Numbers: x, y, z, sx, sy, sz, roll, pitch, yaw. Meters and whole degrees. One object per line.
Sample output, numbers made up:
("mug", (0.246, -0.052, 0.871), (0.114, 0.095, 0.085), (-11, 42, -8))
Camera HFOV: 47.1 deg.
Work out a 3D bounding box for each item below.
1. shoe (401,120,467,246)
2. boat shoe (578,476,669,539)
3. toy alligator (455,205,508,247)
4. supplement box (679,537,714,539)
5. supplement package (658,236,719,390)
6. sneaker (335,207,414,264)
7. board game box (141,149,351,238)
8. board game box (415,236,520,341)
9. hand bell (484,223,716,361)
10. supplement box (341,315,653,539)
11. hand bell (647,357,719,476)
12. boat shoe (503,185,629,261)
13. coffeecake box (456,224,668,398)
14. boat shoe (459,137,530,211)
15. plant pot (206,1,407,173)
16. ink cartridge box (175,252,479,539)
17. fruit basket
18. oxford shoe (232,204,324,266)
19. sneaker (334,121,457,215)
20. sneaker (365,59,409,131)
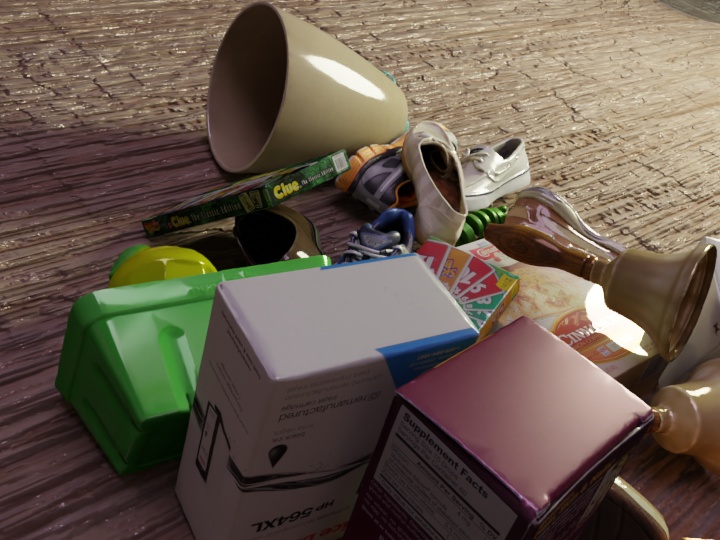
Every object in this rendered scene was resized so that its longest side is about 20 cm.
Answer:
("shoe", (0.086, -0.103, 0.889), (0.070, 0.053, 0.200), (13, 44, -15))
("boat shoe", (0.146, 0.156, 0.648), (0.200, 0.072, 0.076), (29, 22, 15))
("toy alligator", (0.150, -0.049, 0.932), (0.200, 0.054, 0.059), (-20, 49, -40))
("supplement box", (0.284, 0.277, 0.526), (0.126, 0.074, 0.200), (6, 37, -13))
("supplement package", (0.400, 0.063, 0.800), (0.199, 0.117, 0.118), (12, 54, -10))
("sneaker", (0.000, 0.000, 0.781), (0.077, 0.085, 0.200), (22, 36, 9))
("board game box", (-0.112, -0.070, 0.777), (0.200, 0.024, 0.105), (-9, 15, 44))
("board game box", (0.045, 0.059, 0.703), (0.095, 0.030, 0.200), (27, 61, 26))
("hand bell", (0.201, -0.005, 0.745), (0.200, 0.104, 0.104), (23, 34, 30))
("supplement box", (0.070, 0.149, 0.507), (0.131, 0.200, 0.103), (-21, 50, -42))
("hand bell", (0.229, 0.121, 0.674), (0.199, 0.104, 0.104), (4, 37, -25))
("boat shoe", (0.236, -0.005, 0.895), (0.200, 0.076, 0.072), (39, 66, 10))
("coffeecake box", (0.170, 0.053, 0.786), (0.153, 0.073, 0.200), (-18, 47, -37))
("boat shoe", (0.145, -0.118, 0.996), (0.072, 0.066, 0.200), (11, 25, 42))
("plant pot", (-0.048, -0.193, 0.964), (0.199, 0.188, 0.187), (6, 35, -36))
("ink cartridge box", (-0.029, 0.097, 0.540), (0.146, 0.200, 0.084), (-10, 45, -32))
("fruit basket", (-0.135, 0.036, 0.643), (0.215, 0.156, 0.216), (14, 50, -17))
("oxford shoe", (-0.082, -0.034, 0.768), (0.073, 0.084, 0.200), (-43, 33, -3))
("sneaker", (0.057, -0.115, 0.978), (0.077, 0.078, 0.200), (45, 47, 16))
("sneaker", (0.022, -0.247, 1.138), (0.091, 0.078, 0.200), (-6, 42, -34))
